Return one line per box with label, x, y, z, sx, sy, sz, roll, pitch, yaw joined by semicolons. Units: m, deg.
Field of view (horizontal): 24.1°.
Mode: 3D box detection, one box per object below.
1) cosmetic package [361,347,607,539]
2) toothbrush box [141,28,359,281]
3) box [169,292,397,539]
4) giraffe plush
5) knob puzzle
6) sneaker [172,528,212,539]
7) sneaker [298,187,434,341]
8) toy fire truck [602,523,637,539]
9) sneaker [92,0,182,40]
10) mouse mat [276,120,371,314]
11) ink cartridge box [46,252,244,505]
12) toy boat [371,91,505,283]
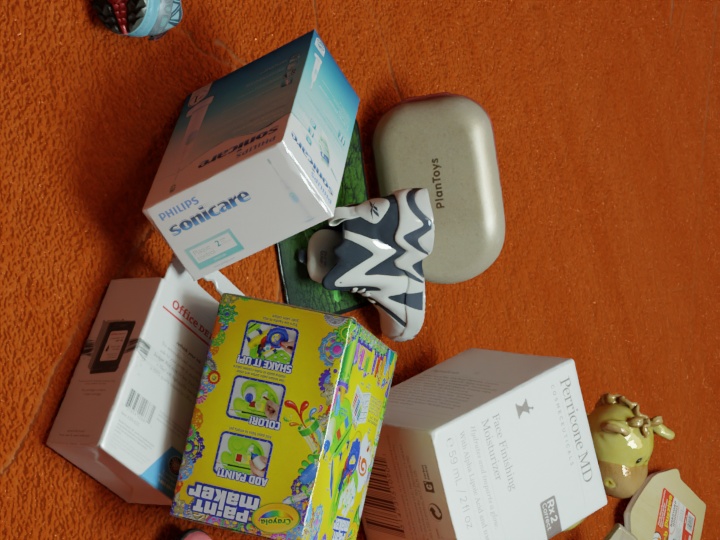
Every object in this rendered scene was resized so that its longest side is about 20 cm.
cosmetic package;0.113;0.192;1.709;0.199;0.164;0.166;-24;106;-33
toothbrush box;-0.091;-0.102;1.459;0.086;0.146;0.201;55;24;-25
box;-0.061;0.140;1.479;0.200;0.121;0.194;45;56;-73
giraffe plush;0.274;0.207;1.964;0.172;0.161;0.201;-36;116;-48
knob puzzle;0.386;0.353;2.213;0.219;0.030;0.222;4;85;-53
sneaker;-0.137;0.328;1.470;0.074;0.086;0.202;20;71;-52
sneaker;0.000;0.000;1.688;0.200;0.128;0.080;99;-14;-55
toy fire truck;0.236;0.372;1.951;0.176;0.128;0.201;56;35;-34
sneaker;-0.187;-0.302;1.477;0.095;0.079;0.202;4;92;-62
mouse mat;-0.037;-0.052;1.700;0.160;0.007;0.202;-18;101;-52
ink cartridge box;-0.178;0.087;1.449;0.116;0.066;0.201;45;53;-42
toy boat;0.087;-0.088;1.796;0.131;0.129;0.202;-44;126;-80
